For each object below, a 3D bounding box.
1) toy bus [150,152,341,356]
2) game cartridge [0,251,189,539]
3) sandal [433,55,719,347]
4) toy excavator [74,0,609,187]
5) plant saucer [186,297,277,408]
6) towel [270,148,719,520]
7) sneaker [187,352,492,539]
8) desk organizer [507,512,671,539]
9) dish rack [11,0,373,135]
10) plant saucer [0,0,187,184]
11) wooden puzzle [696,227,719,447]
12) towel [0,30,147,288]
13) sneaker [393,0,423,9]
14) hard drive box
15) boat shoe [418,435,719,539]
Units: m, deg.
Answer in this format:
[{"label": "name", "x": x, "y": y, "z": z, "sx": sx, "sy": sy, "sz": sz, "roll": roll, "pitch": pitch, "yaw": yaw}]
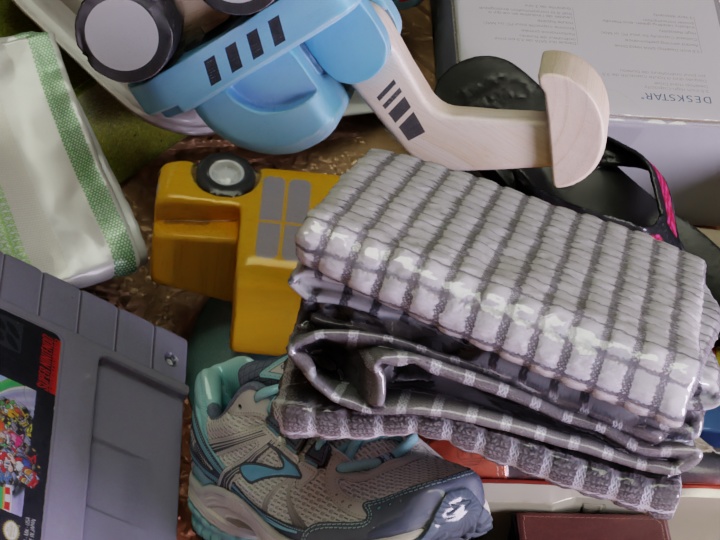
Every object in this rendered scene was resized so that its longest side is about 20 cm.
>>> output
[{"label": "toy bus", "x": 0.000, "y": 0.000, "z": 0.940, "sx": 0.199, "sy": 0.065, "sz": 0.078, "roll": 5, "pitch": 47, "yaw": -4}, {"label": "game cartridge", "x": -0.136, "y": 0.086, "z": 0.863, "sx": 0.130, "sy": 0.038, "sz": 0.200, "roll": 31, "pitch": 38, "yaw": -31}, {"label": "sandal", "x": 0.113, "y": -0.038, "z": 0.976, "sx": 0.075, "sy": 0.045, "sz": 0.200, "roll": -36, "pitch": 74, "yaw": -29}, {"label": "toy excavator", "x": -0.005, "y": -0.099, "z": 0.947, "sx": 0.194, "sy": 0.200, "sz": 0.100, "roll": -28, "pitch": 19, "yaw": 21}, {"label": "plant saucer", "x": 0.014, "y": 0.039, "z": 0.973, "sx": 0.199, "sy": 0.036, "sz": 0.200, "roll": 4, "pitch": 46, "yaw": -4}, {"label": "towel", "x": 0.057, "y": 0.025, "z": 0.794, "sx": 0.165, "sy": 0.086, "sz": 0.200, "roll": 20, "pitch": 15, "yaw": 4}, {"label": "sneaker", "x": -0.021, "y": 0.075, "z": 0.824, "sx": 0.077, "sy": 0.087, "sz": 0.200, "roll": -12, "pitch": 7, "yaw": -32}, {"label": "desk organizer", "x": 0.035, "y": 0.152, "z": 0.842, "sx": 0.199, "sy": 0.072, "sz": 0.077, "roll": 2, "pitch": 43, "yaw": -6}, {"label": "dish rack", "x": -0.080, "y": -0.144, "z": 1.090, "sx": 0.200, "sy": 0.044, "sz": 0.172, "roll": -10, "pitch": 43, "yaw": -46}, {"label": "plant saucer", "x": -0.213, "y": -0.102, "z": 1.072, "sx": 0.200, "sy": 0.048, "sz": 0.200, "roll": 32, "pitch": 50, "yaw": 21}, {"label": "wooden puzzle", "x": 0.211, "y": 0.042, "z": 0.990, "sx": 0.185, "sy": 0.046, "sz": 0.200, "roll": 6, "pitch": 45, "yaw": -1}, {"label": "towel", "x": -0.215, "y": -0.043, "z": 0.944, "sx": 0.200, "sy": 0.031, "sz": 0.149, "roll": -13, "pitch": 62, "yaw": -30}, {"label": "sneaker", "x": 0.007, "y": -0.193, "z": 1.117, "sx": 0.095, "sy": 0.079, "sz": 0.200, "roll": 40, "pitch": 8, "yaw": 1}, {"label": "hard drive box", "x": 0.122, "y": -0.124, "z": 1.119, "sx": 0.155, "sy": 0.077, "sz": 0.200, "roll": 3, "pitch": 45, "yaw": -4}, {"label": "boat shoe", "x": 0.118, "y": 0.088, "z": 0.890, "sx": 0.199, "sy": 0.071, "sz": 0.063, "roll": 3, "pitch": 59, "yaw": -5}]
